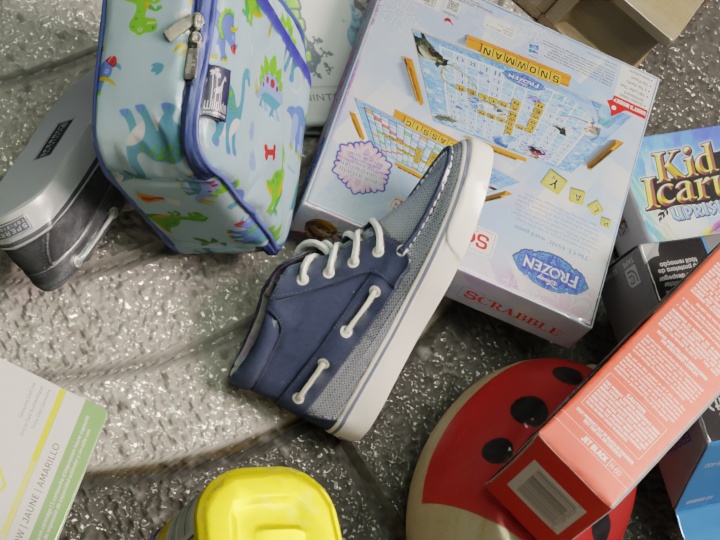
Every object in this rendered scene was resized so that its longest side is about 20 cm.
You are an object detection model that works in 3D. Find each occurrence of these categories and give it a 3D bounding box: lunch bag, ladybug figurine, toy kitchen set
[{"bbox_3d":[-0.089,-0.106,1.248,0.082,0.200,0.161,0,70,14],"label":"lunch bag"},{"bbox_3d":[0.107,0.130,1.304,0.136,0.072,0.200,34,57,-7],"label":"ladybug figurine"},{"bbox_3d":[0.202,-0.275,1.490,0.180,0.163,0.200,41,56,-3],"label":"toy kitchen set"}]

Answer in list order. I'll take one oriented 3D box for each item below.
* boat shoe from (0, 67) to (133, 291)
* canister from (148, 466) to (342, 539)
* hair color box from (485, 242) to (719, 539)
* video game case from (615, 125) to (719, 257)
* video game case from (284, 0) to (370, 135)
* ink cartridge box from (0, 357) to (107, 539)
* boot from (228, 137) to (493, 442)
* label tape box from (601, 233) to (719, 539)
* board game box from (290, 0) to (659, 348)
[{"bbox_3d":[-0.153,-0.067,1.285,0.068,0.072,0.200,57,39,-27],"label":"boat shoe"},{"bbox_3d":[-0.076,0.198,1.117,0.086,0.200,0.149,0,67,-25],"label":"canister"},{"bbox_3d":[0.169,0.066,1.236,0.061,0.102,0.200,45,63,6],"label":"hair color box"},{"bbox_3d":[0.273,-0.013,1.474,0.200,0.045,0.182,-10,71,-29],"label":"video game case"},{"bbox_3d":[-0.018,-0.185,1.427,0.182,0.024,0.200,-4,70,-27],"label":"video game case"},{"bbox_3d":[-0.256,0.101,1.170,0.200,0.048,0.146,28,59,-14],"label":"ink cartridge box"},{"bbox_3d":[0.000,0.000,1.272,0.090,0.073,0.200,25,99,-11],"label":"boot"},{"bbox_3d":[0.250,0.076,1.357,0.144,0.063,0.200,-8,71,-29],"label":"label tape box"},{"bbox_3d":[0.076,-0.077,1.376,0.200,0.041,0.200,24,61,-7],"label":"board game box"}]
